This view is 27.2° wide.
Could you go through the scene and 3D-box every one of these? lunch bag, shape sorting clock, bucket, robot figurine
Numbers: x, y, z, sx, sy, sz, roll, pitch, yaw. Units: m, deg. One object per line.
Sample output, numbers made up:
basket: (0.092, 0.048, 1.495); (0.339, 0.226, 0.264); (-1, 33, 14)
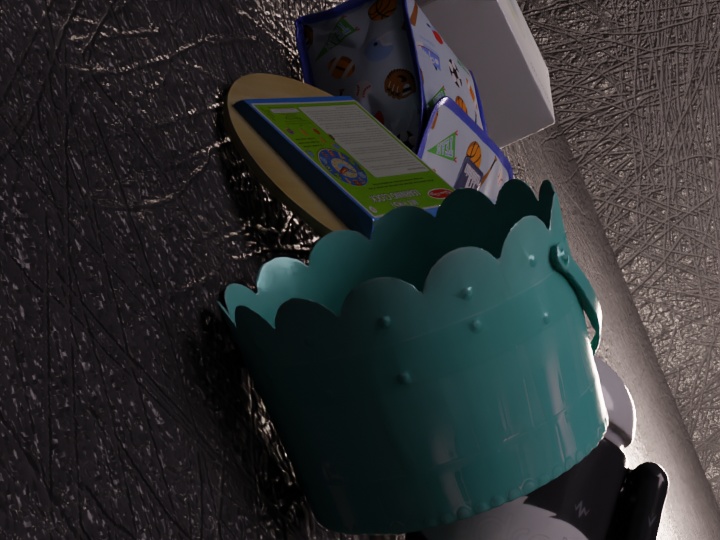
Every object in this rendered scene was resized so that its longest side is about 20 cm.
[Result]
lunch bag: (0.042, -0.104, 1.208); (0.170, 0.123, 0.202); (39, 37, -55)
shape sorting clock: (-0.008, -0.063, 1.005); (0.199, 0.039, 0.201); (28, 24, -14)
bucket: (0.035, 0.045, 0.822); (0.207, 0.205, 0.136); (-56, 129, -73)
robot figurine: (0.101, 0.142, 0.950); (0.150, 0.124, 0.202); (29, 73, -29)

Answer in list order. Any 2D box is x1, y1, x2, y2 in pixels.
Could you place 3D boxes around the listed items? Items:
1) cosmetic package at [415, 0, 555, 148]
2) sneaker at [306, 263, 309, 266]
cosmetic package: (0.144, -0.275, 1.829); (0.200, 0.122, 0.200); (61, 17, -21)
sneaker: (0.000, 0.000, 1.002); (0.080, 0.073, 0.201); (50, 19, -30)
